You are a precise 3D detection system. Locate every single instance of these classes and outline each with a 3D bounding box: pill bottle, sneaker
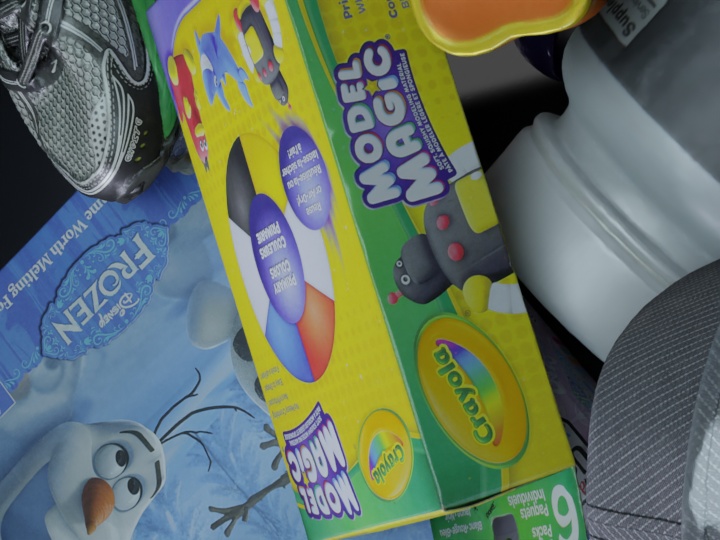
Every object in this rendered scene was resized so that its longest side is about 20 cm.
[{"bbox_3d":[0.131,-0.063,0.774,0.114,0.114,0.200,46,105,17],"label":"pill bottle"},{"bbox_3d":[-0.127,-0.102,0.854,0.200,0.085,0.078,54,131,14],"label":"sneaker"}]

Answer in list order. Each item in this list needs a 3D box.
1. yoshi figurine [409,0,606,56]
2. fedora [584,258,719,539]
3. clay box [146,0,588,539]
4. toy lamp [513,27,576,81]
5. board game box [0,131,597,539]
[{"bbox_3d":[0.054,-0.140,0.774,0.112,0.200,0.113,39,129,3],"label":"yoshi figurine"},{"bbox_3d":[0.131,0.047,0.703,0.090,0.199,0.178,5,113,48],"label":"fedora"},{"bbox_3d":[0.000,0.000,0.774,0.047,0.115,0.201,-15,85,-22],"label":"clay box"},{"bbox_3d":[-0.018,-0.112,0.870,0.199,0.058,0.059,20,96,19],"label":"toy lamp"},{"bbox_3d":[-0.036,0.056,0.876,0.200,0.043,0.199,-45,74,15],"label":"board game box"}]
